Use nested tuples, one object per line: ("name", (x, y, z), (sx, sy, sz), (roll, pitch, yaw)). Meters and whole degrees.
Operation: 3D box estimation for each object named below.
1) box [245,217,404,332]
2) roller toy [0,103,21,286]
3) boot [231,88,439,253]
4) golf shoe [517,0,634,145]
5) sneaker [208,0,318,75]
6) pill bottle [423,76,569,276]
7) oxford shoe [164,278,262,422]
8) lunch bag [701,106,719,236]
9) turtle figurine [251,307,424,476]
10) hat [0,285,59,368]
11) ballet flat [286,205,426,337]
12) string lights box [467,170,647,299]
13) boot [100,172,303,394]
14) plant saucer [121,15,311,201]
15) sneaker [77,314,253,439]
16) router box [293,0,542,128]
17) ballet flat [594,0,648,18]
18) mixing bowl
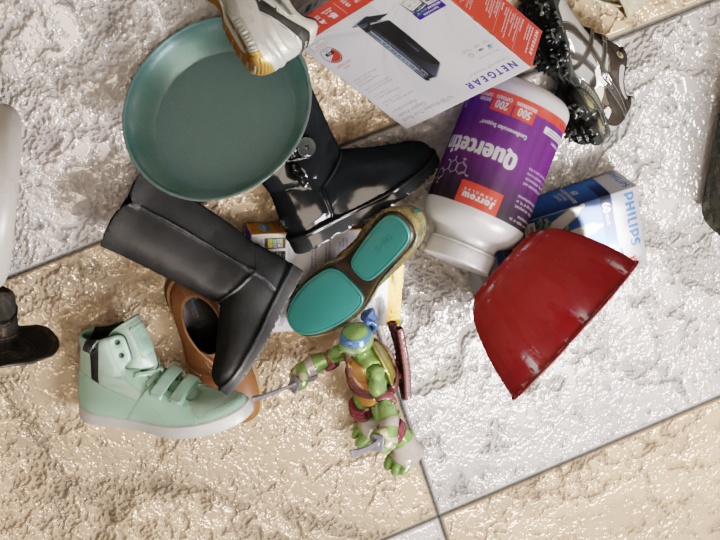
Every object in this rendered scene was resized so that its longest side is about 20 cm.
("box", (-0.051, 0.005, 1.556), (0.198, 0.042, 0.120), (-2, 113, -12))
("roller toy", (-0.401, -0.073, 1.341), (0.138, 0.201, 0.183), (5, 129, -16))
("boot", (-0.028, -0.136, 1.479), (0.199, 0.076, 0.169), (-31, 109, -15))
("golf shoe", (0.236, -0.237, 1.524), (0.094, 0.078, 0.201), (-35, 120, -18))
("sneaker", (-0.114, -0.293, 1.377), (0.087, 0.076, 0.201), (-30, 92, -13))
("pill bottle", (0.139, -0.101, 1.495), (0.112, 0.112, 0.202), (23, 87, -23))
("oxford shoe", (-0.160, 0.097, 1.546), (0.071, 0.071, 0.201), (-27, 118, -5))
("lunch bag", (0.498, -0.120, 1.598), (0.166, 0.140, 0.202), (-1, 113, -14))
("turtle figurine", (-0.015, 0.160, 1.554), (0.143, 0.201, 0.195), (1, 142, 24))
("hat", (-0.404, 0.049, 1.402), (0.199, 0.201, 0.082), (-5, 106, -13))
("ballet flat", (0.000, 0.000, 1.505), (0.070, 0.071, 0.200), (31, 122, -24))
("string lights box", (0.220, -0.032, 1.603), (0.198, 0.059, 0.104), (-18, 115, -7))
("boot", (-0.179, 0.011, 1.449), (0.199, 0.066, 0.166), (33, 60, -12))
("plant saucer", (-0.140, -0.157, 1.406), (0.199, 0.201, 0.036), (-34, 156, 1))
("sneaker", (-0.215, 0.110, 1.504), (0.198, 0.074, 0.119), (3, 111, 13))
("router box", (0.049, -0.239, 1.401), (0.179, 0.199, 0.049), (34, 59, -25))
("ballet flat", (0.230, -0.329, 1.480), (0.199, 0.068, 0.063), (28, 112, -24))
("mixing bowl", (0.192, 0.029, 1.501), (0.108, 0.200, 0.200), (43, 97, 6))
